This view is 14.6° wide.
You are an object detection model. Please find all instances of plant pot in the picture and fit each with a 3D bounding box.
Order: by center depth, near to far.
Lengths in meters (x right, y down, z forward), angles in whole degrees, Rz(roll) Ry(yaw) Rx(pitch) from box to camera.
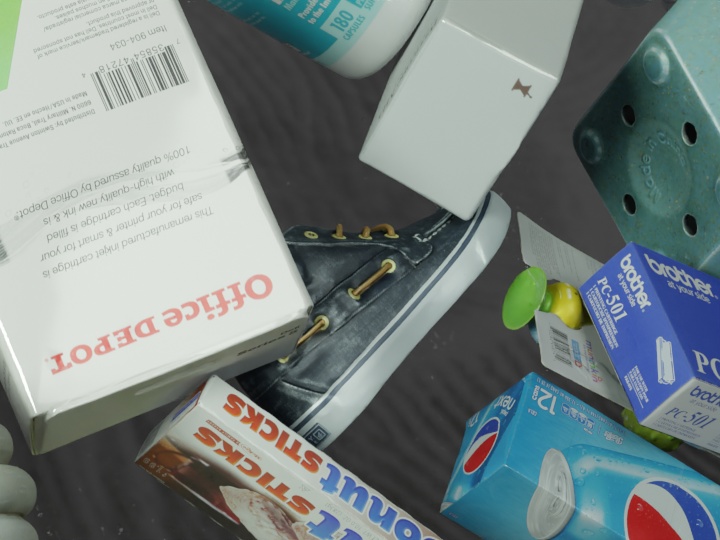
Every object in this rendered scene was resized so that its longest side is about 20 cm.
[{"bbox_3d":[0.238,-0.076,1.572,0.199,0.196,0.197,-15,68,-31],"label":"plant pot"}]

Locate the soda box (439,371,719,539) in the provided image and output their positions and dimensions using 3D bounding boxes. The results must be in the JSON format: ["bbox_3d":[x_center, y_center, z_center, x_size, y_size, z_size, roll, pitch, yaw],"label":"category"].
[{"bbox_3d":[0.145,0.138,1.473,0.199,0.068,0.064,31,52,-15],"label":"soda box"}]

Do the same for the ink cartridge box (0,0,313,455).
[{"bbox_3d":[-0.129,-0.033,1.351,0.145,0.084,0.201,-21,77,-13],"label":"ink cartridge box"}]

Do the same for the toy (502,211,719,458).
[{"bbox_3d":[0.153,0.059,1.528,0.199,0.047,0.116,32,33,-31],"label":"toy"}]

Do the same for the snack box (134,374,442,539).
[{"bbox_3d":[-0.012,0.129,1.374,0.199,0.072,0.024,37,49,-10],"label":"snack box"}]

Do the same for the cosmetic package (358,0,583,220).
[{"bbox_3d":[0.068,-0.128,1.512,0.071,0.102,0.200,28,34,-6],"label":"cosmetic package"}]

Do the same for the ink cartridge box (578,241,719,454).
[{"bbox_3d":[0.208,0.057,1.510,0.199,0.044,0.094,20,37,-43],"label":"ink cartridge box"}]

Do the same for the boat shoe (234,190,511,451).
[{"bbox_3d":[0.000,0.000,1.454,0.091,0.071,0.200,45,51,-5],"label":"boat shoe"}]

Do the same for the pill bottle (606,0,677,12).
[{"bbox_3d":[0.140,-0.225,1.644,0.199,0.112,0.113,30,52,-16],"label":"pill bottle"}]

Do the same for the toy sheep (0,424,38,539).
[{"bbox_3d":[-0.200,0.114,1.224,0.137,0.138,0.202,-2,76,-34],"label":"toy sheep"}]

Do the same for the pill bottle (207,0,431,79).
[{"bbox_3d":[-0.058,-0.193,1.499,0.199,0.111,0.111,27,53,-17],"label":"pill bottle"}]
